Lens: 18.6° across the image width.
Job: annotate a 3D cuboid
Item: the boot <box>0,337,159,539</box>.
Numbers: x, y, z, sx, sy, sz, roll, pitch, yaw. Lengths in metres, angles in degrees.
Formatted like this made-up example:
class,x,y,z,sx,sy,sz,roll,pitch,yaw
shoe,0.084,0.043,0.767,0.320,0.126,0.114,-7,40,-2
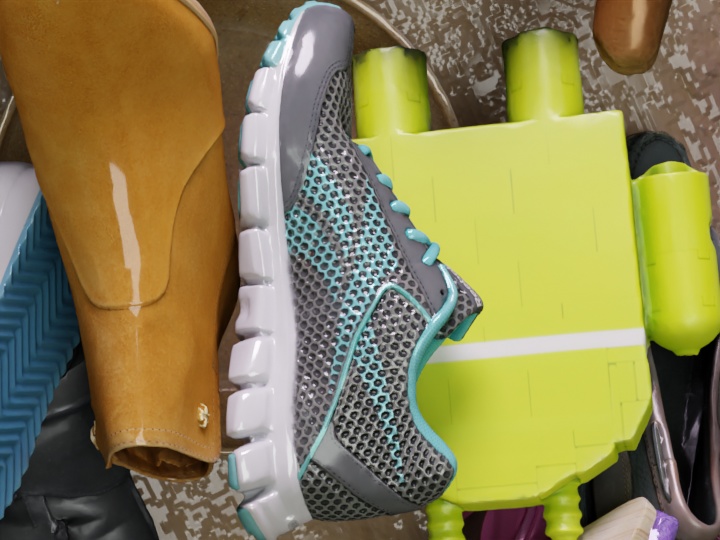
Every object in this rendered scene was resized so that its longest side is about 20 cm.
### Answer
class,x,y,z,sx,sy,sz,roll,pitch,yaw
boot,-0.154,0.134,0.887,0.165,0.066,0.200,-11,115,11

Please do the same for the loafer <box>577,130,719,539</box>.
class,x,y,z,sx,sy,sz,roll,pitch,yaw
loafer,0.127,0.029,0.894,0.072,0.063,0.200,19,62,-27

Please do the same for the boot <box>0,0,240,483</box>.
class,x,y,z,sx,sy,sz,roll,pitch,yaw
boot,-0.078,-0.009,0.766,0.071,0.201,0.144,-6,67,8

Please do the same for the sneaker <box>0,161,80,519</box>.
class,x,y,z,sx,sy,sz,roll,pitch,yaw
sneaker,-0.163,0.041,0.791,0.081,0.200,0.077,2,134,25

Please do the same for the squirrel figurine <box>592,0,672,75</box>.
class,x,y,z,sx,sy,sz,roll,pitch,yaw
squirrel figurine,0.047,-0.200,0.861,0.187,0.142,0.200,12,50,10

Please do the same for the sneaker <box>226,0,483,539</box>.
class,x,y,z,sx,sy,sz,roll,pitch,yaw
sneaker,0.000,0.000,0.812,0.091,0.078,0.200,1,83,3

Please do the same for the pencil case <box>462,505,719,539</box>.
class,x,y,z,sx,sy,sz,roll,pitch,yaw
pencil case,0.133,0.146,0.944,0.200,0.091,0.094,32,56,-17

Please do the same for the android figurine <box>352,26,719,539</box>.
class,x,y,z,sx,sy,sz,roll,pitch,yaw
android figurine,0.048,0.008,0.852,0.182,0.041,0.200,-7,79,7

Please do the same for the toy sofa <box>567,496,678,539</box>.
class,x,y,z,sx,sy,sz,roll,pitch,yaw
toy sofa,0.059,0.173,0.858,0.200,0.098,0.083,-28,112,38

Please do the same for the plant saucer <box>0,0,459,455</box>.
class,x,y,z,sx,sy,sz,roll,pitch,yaw
plant saucer,-0.055,-0.026,0.901,0.200,0.035,0.200,-2,97,-13
